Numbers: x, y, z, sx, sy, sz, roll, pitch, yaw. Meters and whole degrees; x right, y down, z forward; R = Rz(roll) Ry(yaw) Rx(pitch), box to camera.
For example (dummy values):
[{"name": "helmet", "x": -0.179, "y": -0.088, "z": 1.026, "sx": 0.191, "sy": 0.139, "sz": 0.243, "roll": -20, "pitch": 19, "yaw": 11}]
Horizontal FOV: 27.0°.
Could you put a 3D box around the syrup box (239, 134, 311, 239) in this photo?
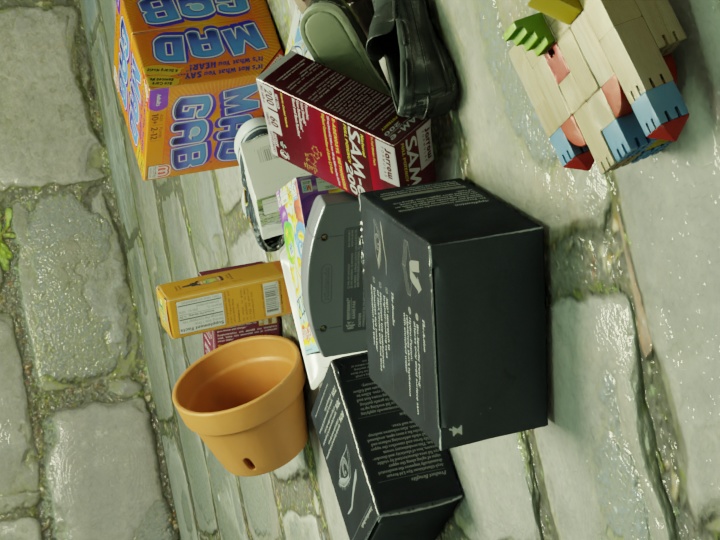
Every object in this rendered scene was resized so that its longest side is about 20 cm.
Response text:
[{"name": "syrup box", "x": -0.104, "y": -0.110, "z": 1.936, "sx": 0.200, "sy": 0.078, "sz": 0.082, "roll": 95, "pitch": 158, "yaw": -78}]

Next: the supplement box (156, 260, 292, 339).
[{"name": "supplement box", "x": -0.191, "y": 0.041, "z": 2.170, "sx": 0.067, "sy": 0.198, "sz": 0.070, "roll": -138, "pitch": 42, "yaw": -63}]

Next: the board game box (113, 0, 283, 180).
[{"name": "board game box", "x": -0.231, "y": -0.280, "z": 2.121, "sx": 0.201, "sy": 0.198, "sz": 0.201, "roll": 106, "pitch": 150, "yaw": -55}]

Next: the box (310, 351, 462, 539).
[{"name": "box", "x": 0.026, "y": 0.212, "z": 1.734, "sx": 0.148, "sy": 0.103, "sz": 0.202, "roll": 112, "pitch": 144, "yaw": -59}]

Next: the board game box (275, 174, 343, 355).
[{"name": "board game box", "x": -0.025, "y": -0.010, "z": 1.776, "sx": 0.105, "sy": 0.102, "sz": 0.202, "roll": 155, "pitch": 104, "yaw": -72}]

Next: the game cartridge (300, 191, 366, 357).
[{"name": "game cartridge", "x": 0.000, "y": 0.000, "z": 1.655, "sx": 0.041, "sy": 0.132, "sz": 0.202, "roll": -125, "pitch": 31, "yaw": -52}]

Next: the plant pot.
[{"name": "plant pot", "x": -0.161, "y": 0.209, "z": 2.221, "sx": 0.200, "sy": 0.199, "sz": 0.141, "roll": 44, "pitch": 157, "yaw": 62}]

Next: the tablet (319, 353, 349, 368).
[{"name": "tablet", "x": -0.030, "y": 0.018, "z": 1.891, "sx": 0.130, "sy": 0.014, "sz": 0.202, "roll": -16, "pitch": 83, "yaw": 55}]

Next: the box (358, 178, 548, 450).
[{"name": "box", "x": 0.086, "y": 0.035, "z": 1.428, "sx": 0.200, "sy": 0.116, "sz": 0.199, "roll": -138, "pitch": 42, "yaw": -65}]

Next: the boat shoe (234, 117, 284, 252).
[{"name": "boat shoe", "x": -0.131, "y": -0.120, "z": 2.123, "sx": 0.201, "sy": 0.070, "sz": 0.091, "roll": 90, "pitch": 160, "yaw": -50}]

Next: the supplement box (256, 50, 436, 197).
[{"name": "supplement box", "x": -0.014, "y": -0.142, "z": 1.574, "sx": 0.199, "sy": 0.061, "sz": 0.109, "roll": 28, "pitch": 146, "yaw": 33}]

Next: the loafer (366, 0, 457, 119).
[{"name": "loafer", "x": 0.037, "y": -0.240, "z": 1.510, "sx": 0.068, "sy": 0.070, "sz": 0.202, "roll": 110, "pitch": 146, "yaw": -57}]

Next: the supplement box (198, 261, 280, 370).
[{"name": "supplement box", "x": -0.186, "y": 0.099, "z": 2.333, "sx": 0.086, "sy": 0.109, "sz": 0.202, "roll": -134, "pitch": 38, "yaw": -62}]

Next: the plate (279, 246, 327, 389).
[{"name": "plate", "x": -0.054, "y": 0.044, "z": 2.018, "sx": 0.200, "sy": 0.032, "sz": 0.202, "roll": 133, "pitch": 126, "yaw": -68}]

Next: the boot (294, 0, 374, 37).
[{"name": "boot", "x": -0.035, "y": -0.336, "z": 1.655, "sx": 0.146, "sy": 0.070, "sz": 0.202, "roll": 6, "pitch": 116, "yaw": 59}]

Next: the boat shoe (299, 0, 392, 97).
[{"name": "boat shoe", "x": -0.006, "y": -0.212, "z": 1.633, "sx": 0.061, "sy": 0.071, "sz": 0.202, "roll": -84, "pitch": -26, "yaw": -55}]

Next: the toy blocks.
[{"name": "toy blocks", "x": 0.182, "y": -0.138, "z": 1.099, "sx": 0.138, "sy": 0.099, "sz": 0.200, "roll": 66, "pitch": 160, "yaw": 9}]

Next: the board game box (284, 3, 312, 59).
[{"name": "board game box", "x": -0.054, "y": -0.248, "z": 1.853, "sx": 0.201, "sy": 0.034, "sz": 0.136, "roll": 109, "pitch": 147, "yaw": -58}]
